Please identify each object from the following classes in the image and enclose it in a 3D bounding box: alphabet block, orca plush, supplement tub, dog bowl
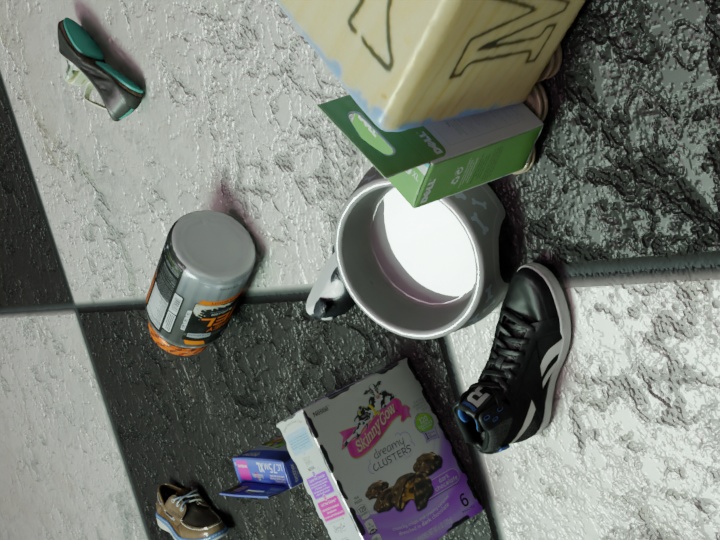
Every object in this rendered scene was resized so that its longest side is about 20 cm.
[{"bbox_3d":[0.071,-0.266,1.024,0.196,0.195,0.201,52,136,21],"label":"alphabet block"},{"bbox_3d":[0.000,0.000,1.412,0.106,0.070,0.201,-84,18,-52],"label":"orca plush"},{"bbox_3d":[-0.223,0.023,1.643,0.123,0.122,0.201,53,143,20],"label":"supplement tub"},{"bbox_3d":[0.060,-0.020,1.253,0.198,0.059,0.203,14,118,27],"label":"dog bowl"}]

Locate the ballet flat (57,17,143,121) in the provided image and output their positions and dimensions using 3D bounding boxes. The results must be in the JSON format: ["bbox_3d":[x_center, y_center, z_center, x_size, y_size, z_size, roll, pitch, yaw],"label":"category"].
[{"bbox_3d":[-0.391,-0.286,1.737,0.200,0.068,0.069,46,106,29],"label":"ballet flat"}]

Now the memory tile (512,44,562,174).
[{"bbox_3d":[0.109,-0.197,1.179,0.199,0.017,0.155,39,135,36],"label":"memory tile"}]

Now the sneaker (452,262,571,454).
[{"bbox_3d":[0.146,0.100,1.204,0.073,0.111,0.203,27,128,41],"label":"sneaker"}]

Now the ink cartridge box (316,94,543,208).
[{"bbox_3d":[0.059,-0.121,1.097,0.104,0.198,0.060,49,141,25],"label":"ink cartridge box"}]

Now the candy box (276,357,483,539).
[{"bbox_3d":[0.022,0.227,1.387,0.071,0.166,0.202,-35,80,53],"label":"candy box"}]

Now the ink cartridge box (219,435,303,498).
[{"bbox_3d":[-0.070,0.223,1.479,0.119,0.199,0.043,-9,103,53],"label":"ink cartridge box"}]

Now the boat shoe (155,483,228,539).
[{"bbox_3d":[-0.285,0.394,1.964,0.199,0.072,0.073,3,109,52],"label":"boat shoe"}]
